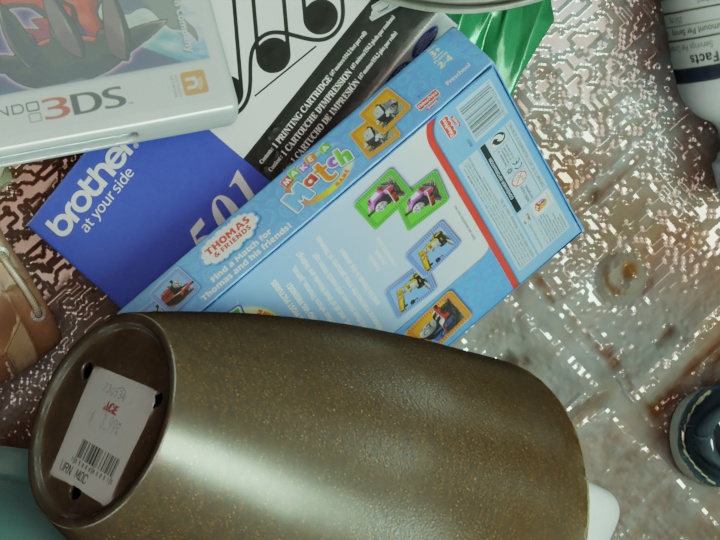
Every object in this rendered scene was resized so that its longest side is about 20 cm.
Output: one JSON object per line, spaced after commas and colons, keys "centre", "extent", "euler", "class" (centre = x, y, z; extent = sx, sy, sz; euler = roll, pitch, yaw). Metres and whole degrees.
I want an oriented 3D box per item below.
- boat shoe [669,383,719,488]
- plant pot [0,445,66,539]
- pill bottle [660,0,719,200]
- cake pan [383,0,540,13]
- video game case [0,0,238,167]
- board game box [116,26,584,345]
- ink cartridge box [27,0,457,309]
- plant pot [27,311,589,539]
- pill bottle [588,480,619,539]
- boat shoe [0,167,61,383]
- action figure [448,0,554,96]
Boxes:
{"centre": [0.253, 0.074, 1.373], "extent": [0.199, 0.062, 0.075], "euler": [0, 89, -9], "class": "boat shoe"}
{"centre": [-0.164, 0.161, 1.265], "extent": [0.200, 0.200, 0.135], "euler": [12, 64, -9], "class": "plant pot"}
{"centre": [0.199, -0.135, 1.329], "extent": [0.115, 0.116, 0.201], "euler": [-12, 95, -8], "class": "pill bottle"}
{"centre": [0.050, -0.212, 1.270], "extent": [0.200, 0.037, 0.201], "euler": [-3, 65, 7], "class": "cake pan"}
{"centre": [-0.166, -0.142, 1.274], "extent": [0.182, 0.023, 0.201], "euler": [-11, 69, -13], "class": "video game case"}
{"centre": [0.000, 0.000, 1.297], "extent": [0.200, 0.151, 0.037], "euler": [-41, 54, -5], "class": "board game box"}
{"centre": [-0.055, -0.067, 1.302], "extent": [0.094, 0.044, 0.200], "euler": [40, 95, 16], "class": "ink cartridge box"}
{"centre": [-0.036, 0.095, 1.197], "extent": [0.200, 0.187, 0.187], "euler": [25, 89, -39], "class": "plant pot"}
{"centre": [0.035, 0.176, 1.321], "extent": [0.111, 0.111, 0.200], "euler": [24, 89, -9], "class": "pill bottle"}
{"centre": [-0.198, -0.039, 1.296], "extent": [0.072, 0.076, 0.201], "euler": [-23, 94, -14], "class": "boat shoe"}
{"centre": [0.048, -0.125, 1.338], "extent": [0.118, 0.055, 0.201], "euler": [12, 92, -10], "class": "action figure"}
